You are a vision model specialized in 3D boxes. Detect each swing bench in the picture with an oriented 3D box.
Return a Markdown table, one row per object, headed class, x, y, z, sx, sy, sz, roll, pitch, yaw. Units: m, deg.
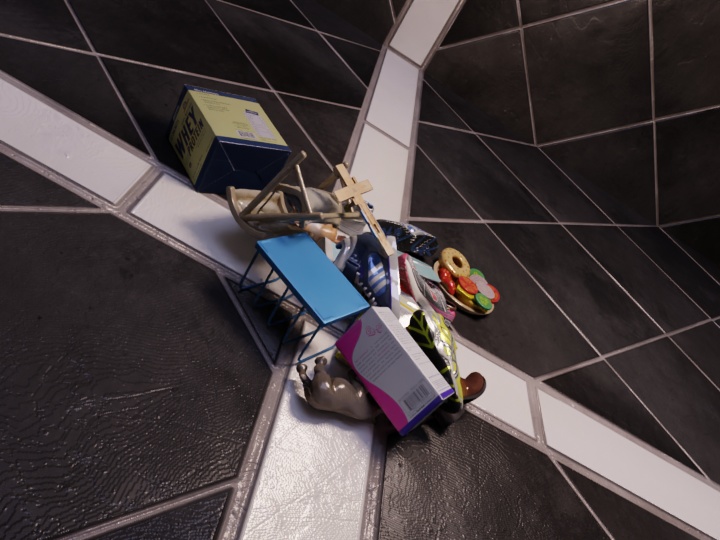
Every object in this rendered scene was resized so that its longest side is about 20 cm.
| class | x | y | z | sx | sy | sz | roll | pitch | yaw |
| --- | --- | --- | --- | --- | --- | --- | --- | --- | --- |
| swing bench | -0.129 | -0.133 | 1.295 | 0.198 | 0.196 | 0.133 | -10 | 82 | -64 |

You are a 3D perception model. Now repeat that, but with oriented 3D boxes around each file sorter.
| class | x | y | z | sx | sy | sz | roll | pitch | yaw |
| --- | --- | --- | --- | --- | --- | --- | --- | --- | --- |
| file sorter | -0.111 | 0.050 | 1.200 | 0.200 | 0.124 | 0.137 | 47 | 33 | 20 |

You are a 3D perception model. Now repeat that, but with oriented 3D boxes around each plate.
| class | x | y | z | sx | sy | sz | roll | pitch | yaw |
| --- | --- | --- | --- | --- | --- | --- | --- | --- | --- |
| plate | 0.104 | -0.024 | 1.522 | 0.196 | 0.026 | 0.200 | 25 | 6 | -3 |

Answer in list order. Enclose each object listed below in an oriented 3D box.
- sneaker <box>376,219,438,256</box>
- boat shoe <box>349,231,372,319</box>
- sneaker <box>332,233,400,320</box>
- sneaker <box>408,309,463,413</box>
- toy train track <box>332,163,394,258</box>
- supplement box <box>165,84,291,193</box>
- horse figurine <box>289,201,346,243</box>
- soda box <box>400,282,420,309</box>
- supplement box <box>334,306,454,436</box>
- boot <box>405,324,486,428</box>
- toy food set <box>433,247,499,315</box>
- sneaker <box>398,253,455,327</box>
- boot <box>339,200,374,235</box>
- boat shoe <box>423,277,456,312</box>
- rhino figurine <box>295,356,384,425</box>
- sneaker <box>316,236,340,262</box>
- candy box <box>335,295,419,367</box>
| class | x | y | z | sx | sy | sz | roll | pitch | yaw |
| --- | --- | --- | --- | --- | --- | --- | --- | --- | --- |
| sneaker | 0.104 | -0.086 | 1.663 | 0.196 | 0.077 | 0.077 | 18 | 12 | -28 |
| boat shoe | 0.000 | 0.000 | 1.351 | 0.072 | 0.061 | 0.204 | 9 | 64 | 15 |
| sneaker | 0.005 | 0.028 | 1.273 | 0.142 | 0.081 | 0.206 | -3 | 75 | 2 |
| sneaker | 0.159 | 0.166 | 1.215 | 0.075 | 0.075 | 0.205 | -2 | 67 | -37 |
| toy train track | 0.001 | -0.112 | 1.253 | 0.114 | 0.032 | 0.203 | -25 | 83 | -49 |
| supplement box | -0.300 | -0.290 | 1.457 | 0.197 | 0.135 | 0.201 | -1 | 46 | -45 |
| horse figurine | -0.108 | -0.104 | 1.480 | 0.196 | 0.050 | 0.134 | 25 | 32 | -17 |
| soda box | 0.062 | 0.064 | 1.392 | 0.067 | 0.064 | 0.201 | -20 | 59 | -29 |
| supplement box | 0.061 | 0.173 | 1.145 | 0.201 | 0.101 | 0.103 | 52 | 14 | 15 |
| boot | 0.157 | 0.187 | 1.299 | 0.187 | 0.068 | 0.203 | -28 | 84 | -43 |
| toy food set | 0.275 | 0.036 | 1.673 | 0.196 | 0.049 | 0.201 | 36 | 30 | -1 |
| sneaker | 0.137 | 0.047 | 1.418 | 0.203 | 0.074 | 0.080 | 60 | -13 | -21 |
| boot | -0.064 | -0.166 | 1.563 | 0.196 | 0.096 | 0.074 | 24 | 32 | -19 |
| boat shoe | 0.136 | 0.046 | 1.502 | 0.199 | 0.071 | 0.070 | 39 | 30 | 7 |
| rhino figurine | -0.020 | 0.218 | 1.124 | 0.197 | 0.060 | 0.088 | 24 | 30 | -30 |
| sneaker | -0.054 | 0.009 | 1.361 | 0.081 | 0.074 | 0.203 | 26 | 37 | -22 |
| candy box | 0.036 | 0.121 | 1.276 | 0.101 | 0.027 | 0.202 | 30 | 51 | 4 |
